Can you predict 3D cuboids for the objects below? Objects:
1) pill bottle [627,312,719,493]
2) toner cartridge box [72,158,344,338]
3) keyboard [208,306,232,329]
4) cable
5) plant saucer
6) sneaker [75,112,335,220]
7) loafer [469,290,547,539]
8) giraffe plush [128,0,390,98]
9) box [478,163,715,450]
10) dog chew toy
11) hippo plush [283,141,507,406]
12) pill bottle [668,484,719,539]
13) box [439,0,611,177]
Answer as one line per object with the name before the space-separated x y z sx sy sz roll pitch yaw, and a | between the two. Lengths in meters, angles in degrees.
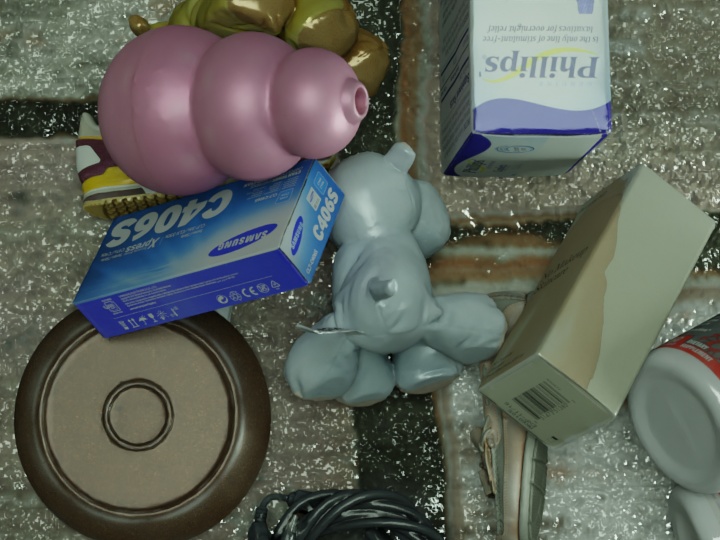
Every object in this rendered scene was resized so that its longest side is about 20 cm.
pill bottle | 0.307 0.077 1.581 0.200 0.116 0.116 -26 84 -31
toner cartridge box | -0.113 -0.015 1.559 0.043 0.200 0.095 51 41 -32
keyboard | -0.131 0.040 1.646 0.056 0.011 0.200 9 82 4
cable | -0.012 0.267 1.608 0.163 0.051 0.200 4 80 -7
plant saucer | -0.169 0.112 1.615 0.200 0.034 0.201 0 83 2
sneaker | -0.121 -0.098 1.628 0.200 0.075 0.090 -8 79 -3
loafer | 0.112 0.113 1.624 0.063 0.072 0.200 2 76 14
giraffe plush | -0.068 -0.226 1.624 0.200 0.173 0.162 0 65 37
box | 0.178 0.026 1.577 0.078 0.095 0.200 38 56 -9
dog chew toy | -0.088 -0.117 1.516 0.200 0.124 0.125 -1 82 26
hippo plush | 0.000 0.000 1.592 0.159 0.200 0.161 -28 61 26
pill bottle | 0.344 0.183 1.596 0.200 0.112 0.112 -19 84 -5
box | 0.121 -0.182 1.598 0.105 0.184 0.200 1 83 -4
